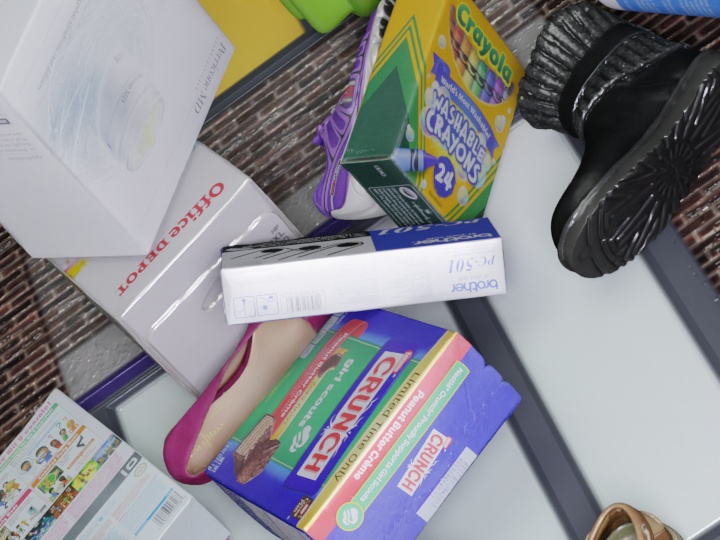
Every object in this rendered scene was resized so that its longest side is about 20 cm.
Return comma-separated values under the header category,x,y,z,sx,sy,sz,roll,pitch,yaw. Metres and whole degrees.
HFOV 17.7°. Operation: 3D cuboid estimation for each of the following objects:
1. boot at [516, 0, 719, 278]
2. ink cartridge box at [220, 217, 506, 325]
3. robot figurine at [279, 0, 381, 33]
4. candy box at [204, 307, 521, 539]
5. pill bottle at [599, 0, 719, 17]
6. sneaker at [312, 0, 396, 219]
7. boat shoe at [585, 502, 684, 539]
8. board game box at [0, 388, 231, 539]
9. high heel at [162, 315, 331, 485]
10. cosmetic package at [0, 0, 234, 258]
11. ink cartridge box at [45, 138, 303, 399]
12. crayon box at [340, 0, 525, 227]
category,x,y,z,sx,sy,sz,roll,pitch,yaw
boot,0.166,-0.096,1.678,0.158,0.079,0.211,24,63,38
ink cartridge box,0.000,0.000,1.663,0.200,0.044,0.094,-6,10,-2
robot figurine,0.008,-0.293,1.923,0.200,0.116,0.175,-47,35,-4
candy box,-0.002,0.115,1.596,0.169,0.077,0.200,-51,23,-10
pill bottle,0.231,-0.244,1.705,0.200,0.112,0.112,7,62,30
sneaker,0.001,-0.131,1.834,0.083,0.081,0.200,-10,53,38
boat shoe,0.153,0.237,1.436,0.076,0.074,0.200,-10,52,31
board game box,-0.211,0.198,1.745,0.148,0.064,0.200,-50,45,-8
high heel,-0.068,0.079,1.705,0.200,0.067,0.096,-52,13,-2
cosmetic package,-0.217,-0.145,1.702,0.123,0.200,0.199,0,56,33
ink cartridge box,-0.147,-0.016,1.802,0.147,0.145,0.200,-47,43,-5
crayon box,0.062,-0.130,1.750,0.052,0.126,0.200,-3,56,34
